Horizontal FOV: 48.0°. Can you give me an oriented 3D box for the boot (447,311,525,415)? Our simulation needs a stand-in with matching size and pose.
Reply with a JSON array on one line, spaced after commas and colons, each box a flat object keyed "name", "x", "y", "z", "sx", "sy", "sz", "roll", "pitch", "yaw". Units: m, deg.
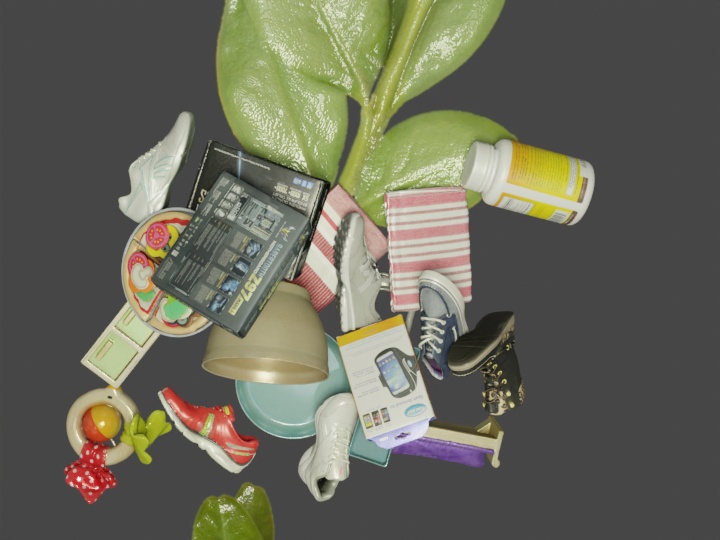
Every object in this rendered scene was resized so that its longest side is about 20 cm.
[{"name": "boot", "x": 0.215, "y": 0.169, "z": 1.343, "sx": 0.073, "sy": 0.200, "sz": 0.152, "roll": -4, "pitch": 108, "yaw": 31}]

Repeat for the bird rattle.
[{"name": "bird rattle", "x": -0.425, "y": 0.280, "z": 1.366, "sx": 0.199, "sy": 0.113, "sz": 0.164, "roll": -31, "pitch": 88, "yaw": 14}]

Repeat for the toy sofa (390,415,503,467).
[{"name": "toy sofa", "x": 0.139, "y": 0.294, "z": 1.397, "sx": 0.198, "sy": 0.083, "sz": 0.099, "roll": 11, "pitch": 97, "yaw": -6}]

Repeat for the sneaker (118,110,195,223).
[{"name": "sneaker", "x": -0.326, "y": -0.168, "z": 1.298, "sx": 0.080, "sy": 0.070, "sz": 0.202, "roll": 26, "pitch": 97, "yaw": -5}]

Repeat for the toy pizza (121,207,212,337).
[{"name": "toy pizza", "x": -0.290, "y": 0.003, "z": 1.255, "sx": 0.198, "sy": 0.032, "sz": 0.203, "roll": 0, "pitch": 91, "yaw": 18}]

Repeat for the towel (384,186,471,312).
[{"name": "towel", "x": 0.113, "y": -0.037, "z": 1.360, "sx": 0.145, "sy": 0.030, "sz": 0.203, "roll": -6, "pitch": 97, "yaw": -13}]

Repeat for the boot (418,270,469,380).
[{"name": "boot", "x": 0.126, "y": 0.093, "z": 1.315, "sx": 0.091, "sy": 0.072, "sz": 0.201, "roll": -59, "pitch": 142, "yaw": -28}]

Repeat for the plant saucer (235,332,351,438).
[{"name": "plant saucer", "x": -0.114, "y": 0.188, "z": 1.390, "sx": 0.198, "sy": 0.027, "sz": 0.203, "roll": -1, "pitch": 98, "yaw": -4}]

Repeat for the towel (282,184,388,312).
[{"name": "towel", "x": -0.064, "y": -0.028, "z": 1.363, "sx": 0.200, "sy": 0.023, "sz": 0.144, "roll": -41, "pitch": 101, "yaw": 4}]

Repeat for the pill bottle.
[{"name": "pill bottle", "x": 0.271, "y": -0.149, "z": 1.324, "sx": 0.198, "sy": 0.109, "sz": 0.110, "roll": 14, "pitch": 98, "yaw": -7}]

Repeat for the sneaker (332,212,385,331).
[{"name": "sneaker", "x": 0.000, "y": 0.000, "z": 1.336, "sx": 0.081, "sy": 0.075, "sz": 0.202, "roll": -5, "pitch": 113, "yaw": -13}]

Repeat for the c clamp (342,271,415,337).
[{"name": "c clamp", "x": 0.060, "y": 0.087, "z": 1.387, "sx": 0.169, "sy": 0.027, "sz": 0.202, "roll": 19, "pitch": 97, "yaw": -7}]

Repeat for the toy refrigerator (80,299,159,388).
[{"name": "toy refrigerator", "x": -0.365, "y": 0.089, "z": 1.334, "sx": 0.076, "sy": 0.070, "sz": 0.200, "roll": 39, "pitch": 95, "yaw": -9}]

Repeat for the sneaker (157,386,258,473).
[{"name": "sneaker", "x": -0.256, "y": 0.255, "z": 1.375, "sx": 0.200, "sy": 0.077, "sz": 0.085, "roll": 43, "pitch": 82, "yaw": -16}]

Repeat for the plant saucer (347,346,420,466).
[{"name": "plant saucer", "x": 0.042, "y": 0.219, "z": 1.344, "sx": 0.069, "sy": 0.019, "sz": 0.202, "roll": 14, "pitch": 75, "yaw": 16}]

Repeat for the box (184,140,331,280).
[{"name": "box", "x": -0.168, "y": -0.097, "z": 1.296, "sx": 0.198, "sy": 0.086, "sz": 0.165, "roll": 21, "pitch": 97, "yaw": 3}]

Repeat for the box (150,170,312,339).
[{"name": "box", "x": -0.187, "y": -0.025, "z": 1.193, "sx": 0.157, "sy": 0.051, "sz": 0.201, "roll": 28, "pitch": 77, "yaw": 12}]

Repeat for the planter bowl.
[{"name": "planter bowl", "x": -0.143, "y": 0.095, "z": 1.279, "sx": 0.198, "sy": 0.200, "sz": 0.136, "roll": 6, "pitch": 71, "yaw": -5}]

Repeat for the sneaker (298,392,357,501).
[{"name": "sneaker", "x": -0.039, "y": 0.301, "z": 1.357, "sx": 0.077, "sy": 0.100, "sz": 0.202, "roll": 5, "pitch": 116, "yaw": -26}]

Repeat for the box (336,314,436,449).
[{"name": "box", "x": 0.045, "y": 0.186, "z": 1.325, "sx": 0.118, "sy": 0.041, "sz": 0.202, "roll": -19, "pitch": 72, "yaw": 5}]
